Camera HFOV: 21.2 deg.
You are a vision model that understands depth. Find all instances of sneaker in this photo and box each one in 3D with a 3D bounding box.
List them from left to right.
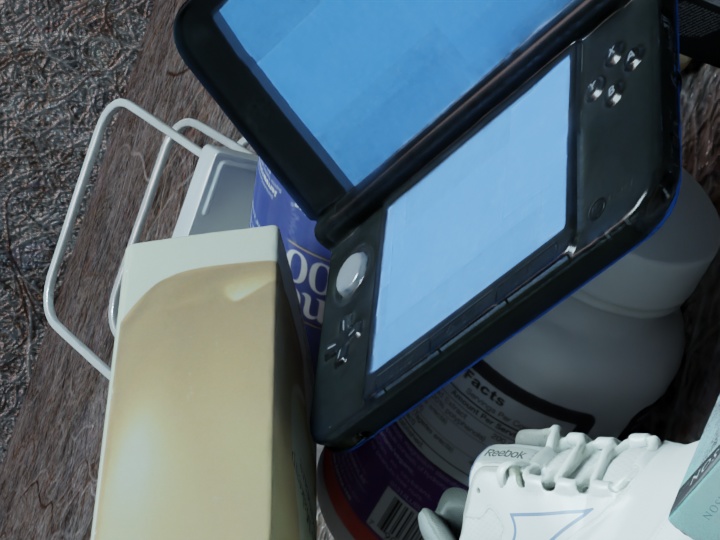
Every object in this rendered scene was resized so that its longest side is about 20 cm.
[{"bbox_3d":[0.080,0.094,0.692,0.074,0.087,0.200,-30,-7,-39],"label":"sneaker"}]

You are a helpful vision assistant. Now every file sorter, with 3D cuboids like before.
[{"bbox_3d":[-0.052,-0.001,1.035,0.124,0.199,0.140,32,107,46],"label":"file sorter"}]

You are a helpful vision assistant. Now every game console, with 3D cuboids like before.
[{"bbox_3d":[0.012,-0.060,0.716,0.200,0.118,0.172,-39,32,40],"label":"game console"}]

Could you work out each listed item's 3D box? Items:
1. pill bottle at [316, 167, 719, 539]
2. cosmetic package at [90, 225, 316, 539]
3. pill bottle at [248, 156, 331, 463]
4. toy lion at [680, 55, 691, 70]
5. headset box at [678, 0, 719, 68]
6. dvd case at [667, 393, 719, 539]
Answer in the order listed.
[{"bbox_3d":[0.066,0.040,0.801,0.112,0.110,0.201,-91,24,-50],"label":"pill bottle"},{"bbox_3d":[-0.058,0.085,0.776,0.201,0.070,0.106,-92,-7,-50],"label":"cosmetic package"},{"bbox_3d":[0.000,0.000,0.906,0.111,0.110,0.201,-93,11,-53],"label":"pill bottle"},{"bbox_3d":[0.109,-0.129,0.947,0.192,0.068,0.202,119,163,-61],"label":"toy lion"},{"bbox_3d":[0.176,-0.188,0.722,0.149,0.077,0.202,159,127,-71],"label":"headset box"},{"bbox_3d":[0.159,-0.024,0.562,0.200,0.022,0.146,-55,-3,-48],"label":"dvd case"}]
